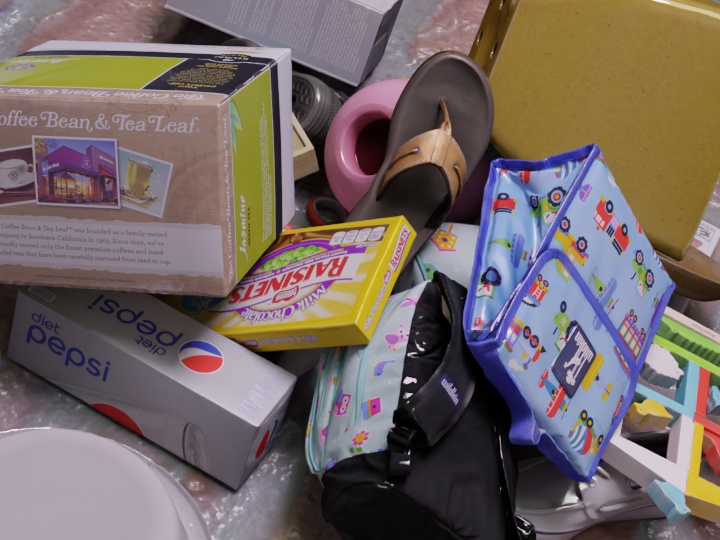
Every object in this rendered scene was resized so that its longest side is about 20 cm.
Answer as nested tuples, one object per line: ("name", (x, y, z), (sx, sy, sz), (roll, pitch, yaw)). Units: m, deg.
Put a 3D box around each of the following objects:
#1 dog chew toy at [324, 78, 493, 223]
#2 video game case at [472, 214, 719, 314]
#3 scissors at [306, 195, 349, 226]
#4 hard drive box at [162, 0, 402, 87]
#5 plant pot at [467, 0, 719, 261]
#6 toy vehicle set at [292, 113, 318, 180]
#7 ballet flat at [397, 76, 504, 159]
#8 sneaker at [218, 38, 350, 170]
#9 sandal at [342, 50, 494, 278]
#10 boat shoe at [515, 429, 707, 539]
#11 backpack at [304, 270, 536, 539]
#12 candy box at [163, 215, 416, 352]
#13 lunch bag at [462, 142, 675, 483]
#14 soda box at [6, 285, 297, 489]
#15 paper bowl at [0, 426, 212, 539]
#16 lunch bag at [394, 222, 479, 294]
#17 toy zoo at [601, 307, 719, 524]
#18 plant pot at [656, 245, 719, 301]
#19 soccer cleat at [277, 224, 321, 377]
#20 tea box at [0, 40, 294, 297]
("dog chew toy", (0.054, -0.089, 1.264), (0.124, 0.125, 0.199), (43, 15, 26))
("video game case", (0.219, -0.033, 1.363), (0.199, 0.024, 0.182), (29, 40, 10))
("scissors", (0.000, 0.000, 1.238), (0.072, 0.014, 0.201), (7, 39, -19))
("hard drive box", (-0.068, -0.261, 1.424), (0.198, 0.077, 0.156), (23, 20, 3))
("plant pot", (0.190, -0.152, 1.221), (0.198, 0.197, 0.194), (18, 14, -10))
("toy vehicle set", (-0.149, -0.093, 1.210), (0.198, 0.027, 0.125), (-22, 52, -10))
("ballet flat", (0.069, -0.140, 1.362), (0.199, 0.071, 0.071), (14, 34, -42))
("sneaker", (-0.065, -0.145, 1.338), (0.114, 0.077, 0.199), (31, -2, -43))
("sandal", (0.042, -0.070, 1.137), (0.081, 0.201, 0.055), (31, 5, -14))
("boat shoe", (0.171, 0.150, 1.098), (0.198, 0.066, 0.074), (-9, 48, -32))
("backpack", (0.038, 0.101, 1.024), (0.167, 0.126, 0.201), (47, 37, -40))
("candy box", (-0.060, 0.014, 1.074), (0.198, 0.026, 0.103), (-7, 47, 36))
("lunch bag", (0.134, 0.038, 1.046), (0.093, 0.151, 0.201), (-8, 44, 36))
("soda box", (-0.149, 0.069, 1.052), (0.199, 0.069, 0.063), (29, 39, 9))
("paper bowl", (-0.184, 0.176, 0.887), (0.199, 0.105, 0.202), (12, 41, -11))
("lunch bag", (0.125, 0.042, 1.195), (0.198, 0.077, 0.161), (5, 43, -18))
("toy zoo", (0.245, 0.112, 1.111), (0.130, 0.021, 0.201), (27, 42, -6))
("plant pot", (0.232, -0.024, 1.266), (0.199, 0.028, 0.200), (27, 12, -6))
("soccer cleat", (-0.070, 0.007, 1.165), (0.069, 0.078, 0.200), (39, 9, -38))
("tea box", (-0.163, -0.079, 1.047), (0.198, 0.135, 0.197), (4, 19, 12))
